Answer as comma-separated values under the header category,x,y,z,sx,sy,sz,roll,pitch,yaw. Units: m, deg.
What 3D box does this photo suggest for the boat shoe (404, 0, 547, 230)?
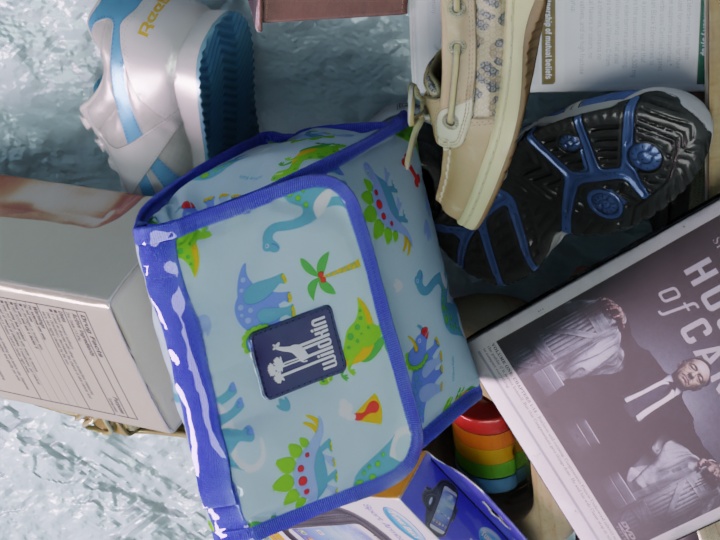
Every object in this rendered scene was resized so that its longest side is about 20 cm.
category,x,y,z,sx,sy,sz,roll,pitch,yaw
boat shoe,0.055,-0.114,1.201,0.063,0.073,0.200,11,120,3

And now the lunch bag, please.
category,x,y,z,sx,sy,sz,roll,pitch,yaw
lunch bag,-0.035,0.026,1.268,0.127,0.200,0.170,-7,104,33

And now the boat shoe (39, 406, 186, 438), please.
category,x,y,z,sx,sy,sz,roll,pitch,yaw
boat shoe,-0.112,0.073,1.481,0.200,0.063,0.073,8,131,-3

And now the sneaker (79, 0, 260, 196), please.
category,x,y,z,sx,sy,sz,roll,pitch,yaw
sneaker,-0.106,-0.073,1.356,0.081,0.077,0.200,22,138,16

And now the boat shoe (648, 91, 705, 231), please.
category,x,y,z,sx,sy,sz,roll,pitch,yaw
boat shoe,0.186,-0.045,1.358,0.065,0.073,0.200,24,142,17

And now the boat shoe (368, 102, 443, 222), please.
category,x,y,z,sx,sy,sz,roll,pitch,yaw
boat shoe,0.000,0.000,1.394,0.069,0.057,0.200,14,122,-9

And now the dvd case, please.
category,x,y,z,sx,sy,sz,roll,pitch,yaw
dvd case,0.165,0.059,1.303,0.200,0.025,0.150,-32,91,37

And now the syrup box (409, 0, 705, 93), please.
category,x,y,z,sx,sy,sz,roll,pitch,yaw
syrup box,0.126,-0.143,1.263,0.200,0.079,0.082,1,131,4

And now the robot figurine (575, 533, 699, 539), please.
category,x,y,z,sx,sy,sz,roll,pitch,yaw
robot figurine,0.206,0.145,1.481,0.125,0.150,0.200,35,128,-2

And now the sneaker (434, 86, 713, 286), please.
category,x,y,z,sx,sy,sz,roll,pitch,yaw
sneaker,0.113,-0.060,1.302,0.076,0.077,0.200,46,146,-14

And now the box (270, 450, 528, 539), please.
category,x,y,z,sx,sy,sz,roll,pitch,yaw
box,0.014,0.153,1.494,0.200,0.042,0.119,1,141,51

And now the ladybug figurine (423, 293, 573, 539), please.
category,x,y,z,sx,sy,sz,roll,pitch,yaw
ladybug figurine,0.082,0.086,1.456,0.136,0.072,0.200,22,142,23

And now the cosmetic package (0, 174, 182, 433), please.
category,x,y,z,sx,sy,sz,roll,pitch,yaw
cosmetic package,-0.175,0.012,1.368,0.200,0.087,0.103,10,137,32

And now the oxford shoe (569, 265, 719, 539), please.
category,x,y,z,sx,sy,sz,roll,pitch,yaw
oxford shoe,0.163,0.079,1.383,0.074,0.200,0.071,-37,147,-2

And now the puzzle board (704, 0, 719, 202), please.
category,x,y,z,sx,sy,sz,roll,pitch,yaw
puzzle board,0.247,-0.079,1.254,0.150,0.017,0.200,-8,132,-1

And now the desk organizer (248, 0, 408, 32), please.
category,x,y,z,sx,sy,sz,roll,pitch,yaw
desk organizer,-0.017,-0.221,1.194,0.077,0.072,0.200,-4,126,-9
